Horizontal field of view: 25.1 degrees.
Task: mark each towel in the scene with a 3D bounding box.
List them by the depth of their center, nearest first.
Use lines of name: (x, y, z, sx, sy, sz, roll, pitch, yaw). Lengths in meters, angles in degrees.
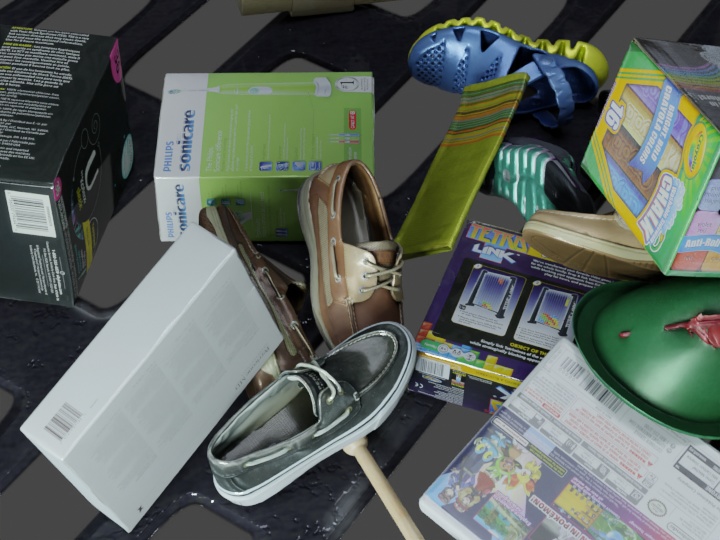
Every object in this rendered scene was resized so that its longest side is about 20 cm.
towel: (0.090, -0.097, 1.468, 0.086, 0.018, 0.201, -14, 44, 52)

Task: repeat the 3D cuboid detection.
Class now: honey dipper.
honey dipper: (0.033, 0.192, 1.243, 0.038, 0.038, 0.201, -19, 48, -18)

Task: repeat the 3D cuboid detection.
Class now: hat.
hat: (0.281, 0.015, 1.234, 0.199, 0.177, 0.165, 35, 42, 17)

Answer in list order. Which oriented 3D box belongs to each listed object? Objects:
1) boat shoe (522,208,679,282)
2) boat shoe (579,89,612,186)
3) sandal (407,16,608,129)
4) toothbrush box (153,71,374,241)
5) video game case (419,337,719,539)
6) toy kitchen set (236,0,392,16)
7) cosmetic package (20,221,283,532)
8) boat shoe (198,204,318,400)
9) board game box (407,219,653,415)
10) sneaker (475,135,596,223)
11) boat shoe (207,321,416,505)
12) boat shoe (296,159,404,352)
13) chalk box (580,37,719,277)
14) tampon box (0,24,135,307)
boat shoe: (0.234, -0.028, 1.346, 0.198, 0.071, 0.065, 12, 77, -3)
boat shoe: (0.256, -0.148, 1.544, 0.066, 0.075, 0.201, 22, 58, 4)
sandal: (0.142, -0.190, 1.584, 0.198, 0.080, 0.088, 9, 50, 10)
toothbrush box: (-0.085, -0.106, 1.491, 0.198, 0.087, 0.147, 0, 46, -2)
video game case: (0.176, 0.174, 1.229, 0.199, 0.023, 0.182, 37, 70, 21)
toy kitchen set: (-0.045, -0.393, 1.699, 0.198, 0.182, 0.164, -8, 45, -14)
cosmetic package: (-0.152, 0.084, 1.227, 0.051, 0.151, 0.200, 30, 71, 28)
boat shoe: (-0.082, 0.027, 1.379, 0.074, 0.075, 0.204, -12, 59, -16)
board game box: (0.157, 0.053, 1.363, 0.198, 0.057, 0.166, 16, 47, 13)
sneaker: (0.175, -0.086, 1.458, 0.087, 0.075, 0.200, -9, 26, -22)
boat shoe: (-0.035, 0.106, 1.269, 0.200, 0.071, 0.072, -42, 62, -14)
boat shoe: (0.000, 0.000, 1.356, 0.075, 0.072, 0.202, -6, 72, -38)
chalk box: (0.281, -0.074, 1.251, 0.123, 0.125, 0.201, 3, 36, -24)
tampon box: (-0.291, -0.095, 1.433, 0.125, 0.151, 0.201, 8, 47, 7)
